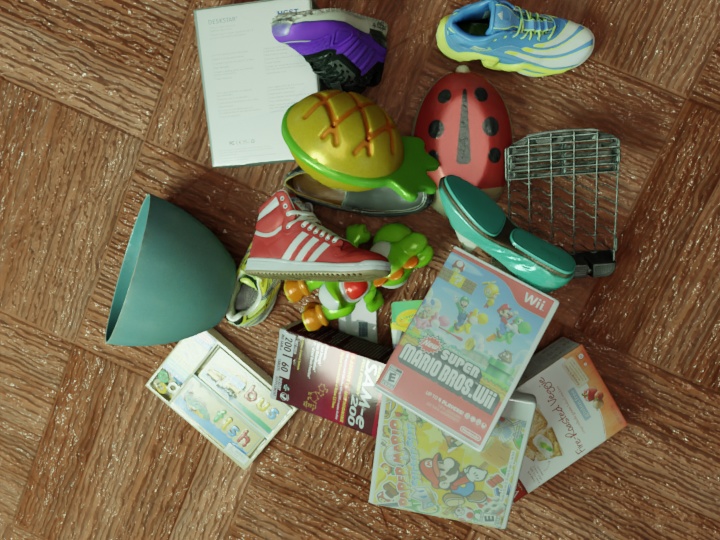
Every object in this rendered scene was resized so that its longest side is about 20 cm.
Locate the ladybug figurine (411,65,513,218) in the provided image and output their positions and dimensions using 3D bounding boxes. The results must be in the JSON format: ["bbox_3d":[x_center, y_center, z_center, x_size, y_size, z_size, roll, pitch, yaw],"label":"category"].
[{"bbox_3d":[0.132,-0.164,0.792,0.135,0.072,0.201,-4,98,8],"label":"ladybug figurine"}]

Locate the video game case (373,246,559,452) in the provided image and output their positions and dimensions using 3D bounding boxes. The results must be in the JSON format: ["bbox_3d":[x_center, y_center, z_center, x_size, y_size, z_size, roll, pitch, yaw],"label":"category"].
[{"bbox_3d":[0.126,0.088,0.720,0.143,0.017,0.200,29,78,12],"label":"video game case"}]

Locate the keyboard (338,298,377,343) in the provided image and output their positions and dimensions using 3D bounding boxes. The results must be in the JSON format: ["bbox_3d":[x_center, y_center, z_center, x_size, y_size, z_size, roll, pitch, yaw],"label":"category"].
[{"bbox_3d":[-0.004,0.085,0.878,0.056,0.011,0.201,-1,98,1],"label":"keyboard"}]

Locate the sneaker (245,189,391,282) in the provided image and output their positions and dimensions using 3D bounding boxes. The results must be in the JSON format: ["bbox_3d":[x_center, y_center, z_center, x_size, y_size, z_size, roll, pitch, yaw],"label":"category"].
[{"bbox_3d":[-0.052,-0.044,0.759,0.199,0.071,0.113,2,80,25],"label":"sneaker"}]

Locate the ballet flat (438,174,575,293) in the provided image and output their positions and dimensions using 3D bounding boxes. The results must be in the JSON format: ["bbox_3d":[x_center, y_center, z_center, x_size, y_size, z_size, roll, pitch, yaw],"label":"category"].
[{"bbox_3d":[0.166,-0.035,0.750,0.200,0.067,0.070,36,135,3],"label":"ballet flat"}]

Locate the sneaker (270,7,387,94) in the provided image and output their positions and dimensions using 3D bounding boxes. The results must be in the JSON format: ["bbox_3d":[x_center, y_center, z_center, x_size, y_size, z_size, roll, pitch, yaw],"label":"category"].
[{"bbox_3d":[-0.027,-0.258,0.742,0.069,0.200,0.100,11,108,34],"label":"sneaker"}]

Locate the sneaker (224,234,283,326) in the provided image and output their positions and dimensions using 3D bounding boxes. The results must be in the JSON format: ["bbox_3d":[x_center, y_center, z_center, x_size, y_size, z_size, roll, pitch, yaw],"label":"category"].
[{"bbox_3d":[-0.128,-0.008,0.845,0.075,0.076,0.201,22,99,5],"label":"sneaker"}]

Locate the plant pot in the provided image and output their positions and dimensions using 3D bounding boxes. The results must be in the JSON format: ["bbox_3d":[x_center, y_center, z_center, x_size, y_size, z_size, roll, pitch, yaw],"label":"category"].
[{"bbox_3d":[-0.246,0.013,0.820,0.134,0.200,0.201,16,101,-25],"label":"plant pot"}]

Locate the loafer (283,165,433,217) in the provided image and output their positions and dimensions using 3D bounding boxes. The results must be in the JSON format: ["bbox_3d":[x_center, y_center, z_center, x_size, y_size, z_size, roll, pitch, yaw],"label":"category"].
[{"bbox_3d":[-0.006,-0.103,0.798,0.199,0.072,0.073,6,105,19],"label":"loafer"}]

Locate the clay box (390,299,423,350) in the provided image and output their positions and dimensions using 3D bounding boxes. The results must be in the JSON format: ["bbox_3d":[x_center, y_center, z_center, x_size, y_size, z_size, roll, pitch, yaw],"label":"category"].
[{"bbox_3d":[0.104,0.136,0.852,0.114,0.048,0.201,-3,96,5],"label":"clay box"}]

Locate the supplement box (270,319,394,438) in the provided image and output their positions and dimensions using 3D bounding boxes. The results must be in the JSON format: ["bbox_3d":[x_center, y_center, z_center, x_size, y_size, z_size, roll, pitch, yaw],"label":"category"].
[{"bbox_3d":[-0.019,0.149,0.834,0.199,0.061,0.109,15,105,20],"label":"supplement box"}]

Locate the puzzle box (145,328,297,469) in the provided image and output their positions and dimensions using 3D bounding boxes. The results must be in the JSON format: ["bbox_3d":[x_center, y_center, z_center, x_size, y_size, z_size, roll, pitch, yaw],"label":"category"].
[{"bbox_3d":[-0.204,0.184,0.908,0.200,0.025,0.133,40,100,0],"label":"puzzle box"}]

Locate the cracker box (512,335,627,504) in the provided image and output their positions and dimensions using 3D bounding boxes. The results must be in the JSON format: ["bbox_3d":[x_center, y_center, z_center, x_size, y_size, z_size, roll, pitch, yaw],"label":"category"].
[{"bbox_3d":[0.235,0.200,0.815,0.200,0.058,0.134,-33,100,-2],"label":"cracker box"}]

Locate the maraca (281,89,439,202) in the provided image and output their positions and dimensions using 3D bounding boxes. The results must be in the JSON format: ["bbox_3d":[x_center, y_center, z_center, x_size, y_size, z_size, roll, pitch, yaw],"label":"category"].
[{"bbox_3d":[0.002,-0.146,0.728,0.199,0.137,0.107,20,141,-9],"label":"maraca"}]

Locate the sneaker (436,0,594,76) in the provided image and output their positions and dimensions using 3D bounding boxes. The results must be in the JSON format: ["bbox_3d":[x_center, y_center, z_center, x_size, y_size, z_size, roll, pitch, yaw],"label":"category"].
[{"bbox_3d":[0.193,-0.286,0.750,0.199,0.105,0.076,4,99,7],"label":"sneaker"}]

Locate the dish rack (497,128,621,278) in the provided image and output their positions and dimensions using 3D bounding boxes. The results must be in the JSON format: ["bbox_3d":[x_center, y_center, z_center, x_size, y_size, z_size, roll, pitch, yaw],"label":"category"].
[{"bbox_3d":[0.255,-0.080,0.782,0.153,0.055,0.201,-4,109,6],"label":"dish rack"}]

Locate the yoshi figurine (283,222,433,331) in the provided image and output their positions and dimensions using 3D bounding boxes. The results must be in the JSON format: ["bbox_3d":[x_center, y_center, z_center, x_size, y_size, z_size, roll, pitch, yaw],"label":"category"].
[{"bbox_3d":[0.003,-0.002,0.827,0.199,0.112,0.112,-25,64,13],"label":"yoshi figurine"}]

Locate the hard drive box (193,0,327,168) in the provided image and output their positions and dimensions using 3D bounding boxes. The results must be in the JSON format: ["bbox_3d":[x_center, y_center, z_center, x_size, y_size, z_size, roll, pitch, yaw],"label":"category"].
[{"bbox_3d":[-0.124,-0.244,0.809,0.155,0.077,0.201,-3,98,7],"label":"hard drive box"}]

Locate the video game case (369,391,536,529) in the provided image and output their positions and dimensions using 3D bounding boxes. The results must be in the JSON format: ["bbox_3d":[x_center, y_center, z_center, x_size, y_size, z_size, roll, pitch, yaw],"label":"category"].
[{"bbox_3d":[0.109,0.228,0.763,0.181,0.023,0.201,8,114,7],"label":"video game case"}]
